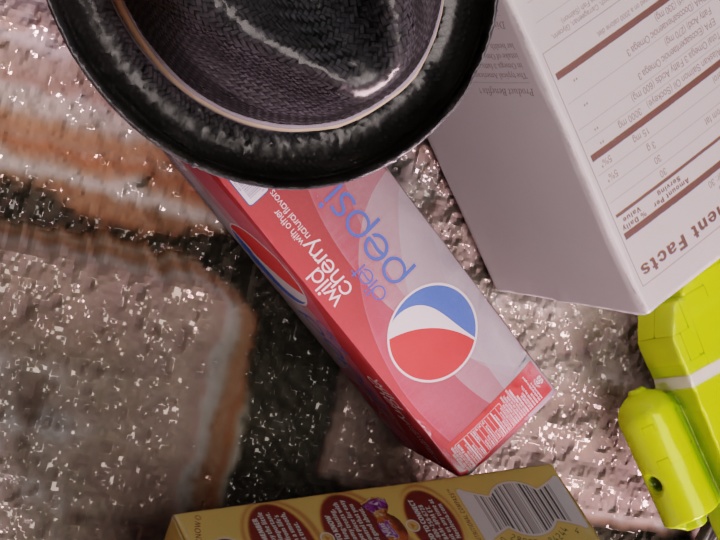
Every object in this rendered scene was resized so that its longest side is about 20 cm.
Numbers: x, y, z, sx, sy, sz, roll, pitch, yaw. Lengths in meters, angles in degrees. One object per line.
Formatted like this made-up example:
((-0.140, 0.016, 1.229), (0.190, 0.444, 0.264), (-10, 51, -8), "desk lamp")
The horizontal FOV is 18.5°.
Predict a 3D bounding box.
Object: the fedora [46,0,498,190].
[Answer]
((-0.034, -0.126, 0.865), (0.199, 0.092, 0.202), (-1, 97, -5), "fedora")

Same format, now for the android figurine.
((0.211, 0.058, 1.138), (0.181, 0.041, 0.201), (-28, 96, -29), "android figurine")

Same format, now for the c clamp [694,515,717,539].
((0.247, 0.153, 1.198), (0.199, 0.027, 0.172), (2, 99, -34), "c clamp")

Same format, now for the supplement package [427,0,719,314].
((0.098, -0.097, 1.019), (0.117, 0.117, 0.201), (-36, 113, -25), "supplement package")

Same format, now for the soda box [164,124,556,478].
((0.000, 0.000, 0.995), (0.063, 0.070, 0.200), (-43, 116, -12), "soda box")

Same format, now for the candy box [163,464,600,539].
((-0.002, 0.154, 0.991), (0.199, 0.057, 0.117), (-5, 134, -32), "candy box")
